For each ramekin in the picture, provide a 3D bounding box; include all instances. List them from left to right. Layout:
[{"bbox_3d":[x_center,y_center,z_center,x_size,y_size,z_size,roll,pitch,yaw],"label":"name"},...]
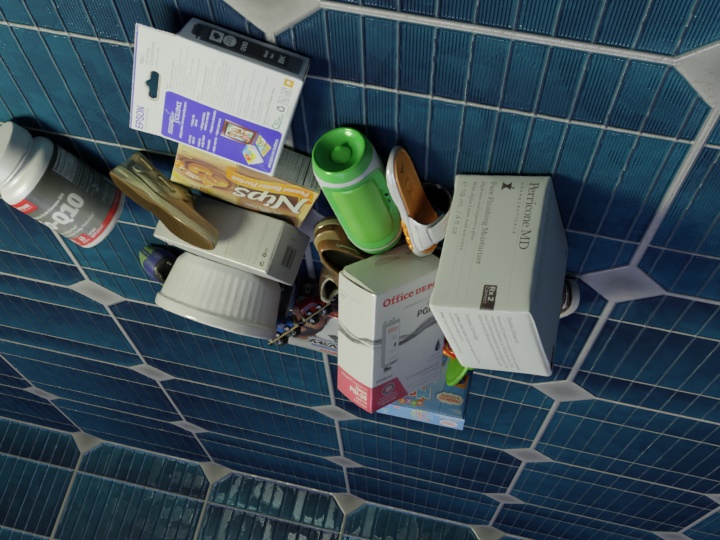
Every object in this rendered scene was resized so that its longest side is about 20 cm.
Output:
[{"bbox_3d":[-0.221,0.037,1.454,0.201,0.095,0.202,17,179,0],"label":"ramekin"}]

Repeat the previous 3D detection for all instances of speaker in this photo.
[{"bbox_3d":[0.000,-0.103,1.210,0.088,0.089,0.200,5,153,20],"label":"speaker"}]

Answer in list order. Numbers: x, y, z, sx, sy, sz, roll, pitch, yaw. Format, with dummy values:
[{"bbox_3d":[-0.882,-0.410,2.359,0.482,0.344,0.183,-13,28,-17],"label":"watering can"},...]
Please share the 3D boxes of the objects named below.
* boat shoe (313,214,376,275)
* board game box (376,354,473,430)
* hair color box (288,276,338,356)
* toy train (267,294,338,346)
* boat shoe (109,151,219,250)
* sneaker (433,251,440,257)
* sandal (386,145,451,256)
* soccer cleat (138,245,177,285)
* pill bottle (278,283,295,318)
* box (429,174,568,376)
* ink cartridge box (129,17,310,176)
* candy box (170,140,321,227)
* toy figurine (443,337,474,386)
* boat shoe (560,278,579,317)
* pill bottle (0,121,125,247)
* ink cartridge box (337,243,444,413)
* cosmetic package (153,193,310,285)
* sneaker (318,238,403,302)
[{"bbox_3d":[0.006,0.001,1.339,0.199,0.074,0.076,34,127,-27],"label":"boat shoe"},{"bbox_3d":[0.122,0.173,1.579,0.150,0.201,0.037,11,136,9],"label":"board game box"},{"bbox_3d":[-0.071,0.090,1.674,0.110,0.064,0.200,15,154,0],"label":"hair color box"},{"bbox_3d":[-0.081,0.065,1.541,0.199,0.034,0.046,-35,126,8],"label":"toy train"},{"bbox_3d":[-0.270,-0.103,1.298,0.199,0.065,0.072,35,158,20],"label":"boat shoe"},{"bbox_3d":[0.156,0.034,1.377,0.199,0.076,0.088,27,151,17],"label":"sneaker"},{"bbox_3d":[0.088,-0.085,1.205,0.059,0.080,0.207,5,152,24],"label":"sandal"},{"bbox_3d":[-0.343,0.011,1.681,0.084,0.065,0.200,36,170,28],"label":"soccer cleat"},{"bbox_3d":[-0.222,0.042,1.602,0.199,0.107,0.106,17,155,-5],"label":"pill bottle"},{"bbox_3d":[0.191,0.008,1.198,0.130,0.200,0.200,3,152,22],"label":"box"},{"bbox_3d":[-0.177,-0.214,1.105,0.199,0.044,0.198,18,148,-8],"label":"ink cartridge box"},{"bbox_3d":[-0.156,-0.136,1.258,0.199,0.056,0.115,19,155,-11],"label":"candy box"},{"bbox_3d":[0.106,0.083,1.472,0.183,0.151,0.200,27,175,-5],"label":"toy figurine"},{"bbox_3d":[0.264,0.067,1.421,0.059,0.072,0.200,3,156,-24],"label":"boat shoe"},{"bbox_3d":[-0.469,-0.129,1.371,0.113,0.115,0.200,-10,146,42],"label":"pill bottle"},{"bbox_3d":[0.045,0.081,1.298,0.083,0.146,0.201,32,132,42],"label":"ink cartridge box"},{"bbox_3d":[-0.192,-0.050,1.353,0.199,0.085,0.108,19,176,19],"label":"cosmetic package"},{"bbox_3d":[0.000,0.000,1.431,0.070,0.076,0.200,25,152,-22],"label":"sneaker"}]
